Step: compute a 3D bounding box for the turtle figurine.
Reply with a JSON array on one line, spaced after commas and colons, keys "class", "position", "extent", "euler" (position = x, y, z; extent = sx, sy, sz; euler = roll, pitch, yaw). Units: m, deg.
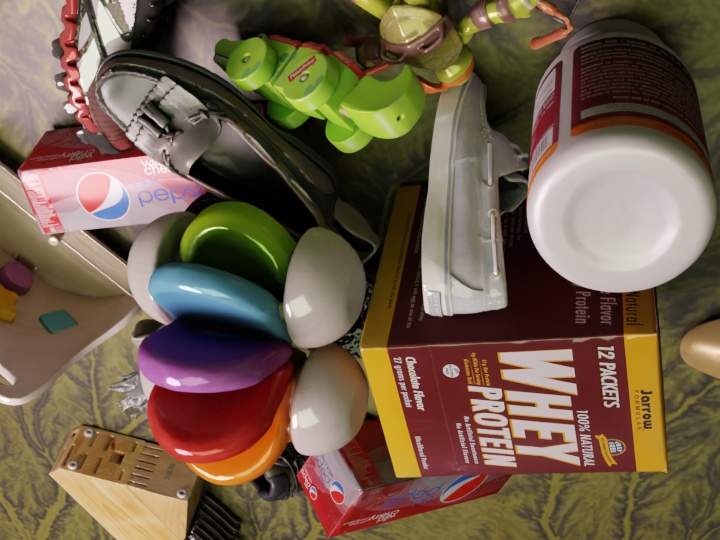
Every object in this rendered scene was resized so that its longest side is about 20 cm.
[{"class": "turtle figurine", "position": [0.027, -0.170, 0.728], "extent": [0.199, 0.065, 0.161], "euler": [-4, 146, 41]}]

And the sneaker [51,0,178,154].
[{"class": "sneaker", "position": [-0.174, -0.181, 0.792], "extent": [0.097, 0.071, 0.202], "euler": [2, 114, 7]}]

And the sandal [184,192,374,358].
[{"class": "sandal", "position": [-0.057, 0.016, 0.846], "extent": [0.199, 0.048, 0.076], "euler": [32, 107, -17]}]

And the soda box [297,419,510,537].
[{"class": "soda box", "position": [0.049, 0.167, 0.938], "extent": [0.199, 0.064, 0.070], "euler": [-4, 138, -38]}]

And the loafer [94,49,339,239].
[{"class": "loafer", "position": [-0.100, -0.088, 0.773], "extent": [0.199, 0.063, 0.072], "euler": [29, 121, -19]}]

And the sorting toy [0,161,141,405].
[{"class": "sorting toy", "position": [-0.299, 0.021, 0.912], "extent": [0.200, 0.181, 0.107], "euler": [41, 124, -17]}]

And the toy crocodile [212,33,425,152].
[{"class": "toy crocodile", "position": [-0.037, -0.135, 0.764], "extent": [0.199, 0.062, 0.067], "euler": [27, 171, 47]}]

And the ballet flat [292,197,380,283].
[{"class": "ballet flat", "position": [0.000, 0.000, 0.899], "extent": [0.070, 0.071, 0.200], "euler": [-27, 113, 28]}]

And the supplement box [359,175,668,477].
[{"class": "supplement box", "position": [0.122, 0.037, 0.815], "extent": [0.198, 0.198, 0.134], "euler": [-4, 127, 15]}]

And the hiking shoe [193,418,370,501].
[{"class": "hiking shoe", "position": [-0.056, 0.187, 1.028], "extent": [0.198, 0.101, 0.076], "euler": [9, 128, 6]}]

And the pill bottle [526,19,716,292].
[{"class": "pill bottle", "position": [0.169, -0.086, 0.714], "extent": [0.112, 0.201, 0.114], "euler": [6, 127, 8]}]

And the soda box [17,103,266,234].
[{"class": "soda box", "position": [-0.170, -0.082, 0.876], "extent": [0.198, 0.070, 0.064], "euler": [-5, 126, 14]}]

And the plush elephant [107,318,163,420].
[{"class": "plush elephant", "position": [-0.121, 0.084, 0.946], "extent": [0.198, 0.155, 0.166], "euler": [-20, 84, -16]}]

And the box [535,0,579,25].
[{"class": "box", "position": [0.105, -0.279, 0.684], "extent": [0.158, 0.050, 0.201], "euler": [20, 128, -6]}]

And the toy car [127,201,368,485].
[{"class": "toy car", "position": [-0.094, 0.058, 0.757], "extent": [0.173, 0.150, 0.202], "euler": [9, 117, 21]}]

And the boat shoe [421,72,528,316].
[{"class": "boat shoe", "position": [0.085, -0.057, 0.764], "extent": [0.071, 0.202, 0.070], "euler": [3, 150, 8]}]

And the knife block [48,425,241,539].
[{"class": "knife block", "position": [-0.224, 0.266, 1.148], "extent": [0.198, 0.064, 0.177], "euler": [14, 127, 2]}]

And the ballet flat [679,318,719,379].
[{"class": "ballet flat", "position": [0.362, 0.071, 0.874], "extent": [0.198, 0.063, 0.069], "euler": [-3, 125, 15]}]
